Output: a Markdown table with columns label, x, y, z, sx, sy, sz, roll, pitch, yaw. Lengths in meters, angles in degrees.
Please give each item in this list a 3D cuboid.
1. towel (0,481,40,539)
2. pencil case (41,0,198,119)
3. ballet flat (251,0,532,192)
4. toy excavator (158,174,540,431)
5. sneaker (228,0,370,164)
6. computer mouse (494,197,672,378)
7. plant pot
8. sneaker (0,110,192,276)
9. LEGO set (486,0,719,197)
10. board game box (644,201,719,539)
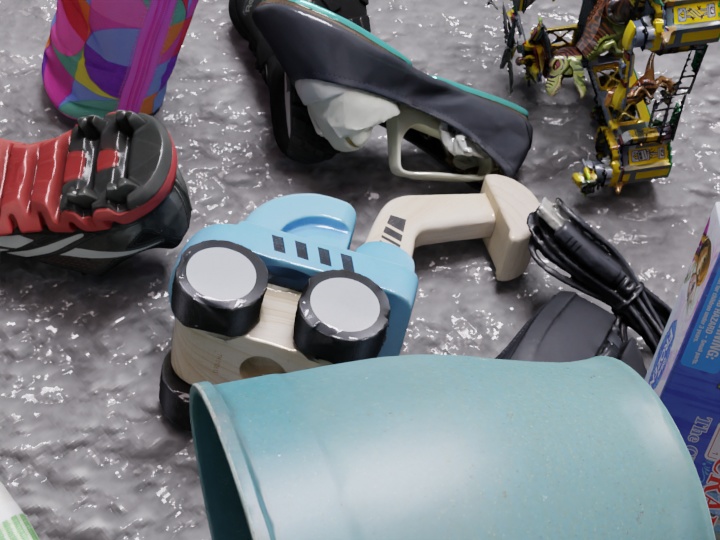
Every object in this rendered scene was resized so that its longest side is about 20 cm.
| label | x | y | z | sx | sy | sz | roll | pitch | yaw |
| --- | --- | --- | --- | --- | --- | --- | --- | --- | --- |
| towel | -0.207 | 0.176 | 0.612 | 0.152 | 0.024 | 0.200 | -31 | 62 | -28 |
| pencil case | -0.131 | -0.164 | 0.763 | 0.087 | 0.200 | 0.089 | 9 | 60 | -17 |
| ballet flat | 0.019 | -0.095 | 0.788 | 0.199 | 0.073 | 0.074 | 21 | 47 | -28 |
| toy excavator | 0.000 | 0.000 | 0.736 | 0.192 | 0.100 | 0.201 | 15 | 44 | 1 |
| sneaker | -0.044 | -0.157 | 0.864 | 0.075 | 0.087 | 0.202 | 23 | 62 | -45 |
| computer mouse | 0.107 | 0.061 | 0.703 | 0.138 | 0.053 | 0.200 | 45 | 60 | -6 |
| plant pot | 0.041 | 0.125 | 0.568 | 0.186 | 0.201 | 0.201 | -13 | 56 | -14 |
| sneaker | -0.182 | -0.036 | 0.743 | 0.198 | 0.098 | 0.072 | -3 | 63 | 18 |
| LEGO set | 0.127 | -0.138 | 0.795 | 0.115 | 0.200 | 0.155 | -9 | 68 | -5 |
| board game box | 0.231 | 0.086 | 0.630 | 0.197 | 0.202 | 0.041 | 14 | 31 | 1 |
